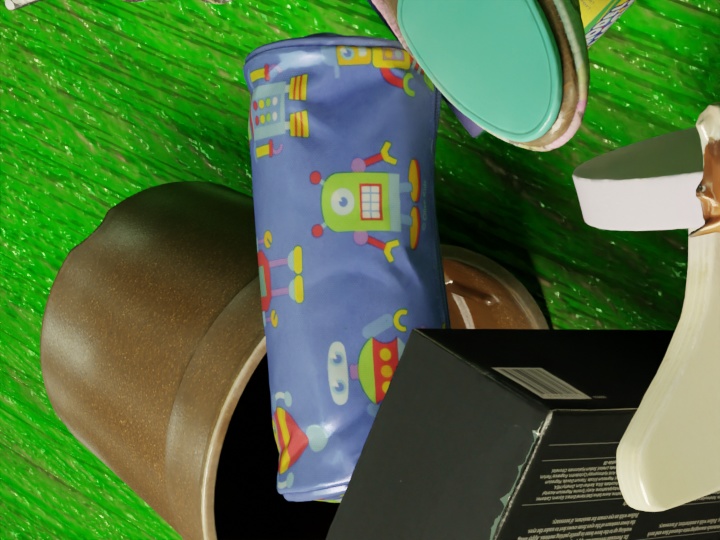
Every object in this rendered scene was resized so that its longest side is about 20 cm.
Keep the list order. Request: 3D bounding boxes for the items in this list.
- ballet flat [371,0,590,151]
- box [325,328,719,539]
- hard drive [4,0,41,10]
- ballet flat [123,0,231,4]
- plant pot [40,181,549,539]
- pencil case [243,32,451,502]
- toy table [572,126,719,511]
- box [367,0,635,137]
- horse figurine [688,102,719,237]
[{"bbox_3d":[0.032,-0.120,1.020,0.200,0.071,0.069,44,118,28],"label":"ballet flat"},{"bbox_3d":[0.079,0.101,1.087,0.079,0.200,0.141,29,105,34],"label":"box"},{"bbox_3d":[-0.129,-0.213,1.061,0.140,0.038,0.201,-9,104,48],"label":"hard drive"},{"bbox_3d":[-0.086,-0.154,1.200,0.072,0.072,0.200,62,158,-12],"label":"ballet flat"},{"bbox_3d":[-0.041,0.054,1.275,0.198,0.200,0.201,28,141,50],"label":"plant pot"},{"bbox_3d":[0.000,0.000,1.110,0.078,0.087,0.201,108,156,-86],"label":"pencil case"},{"bbox_3d":[0.164,0.005,0.965,0.200,0.183,0.117,-166,60,-78],"label":"toy table"},{"bbox_3d":[0.065,-0.145,1.060,0.117,0.048,0.200,52,147,5],"label":"box"},{"bbox_3d":[0.192,-0.065,0.793,0.199,0.050,0.133,0,110,16],"label":"horse figurine"}]
